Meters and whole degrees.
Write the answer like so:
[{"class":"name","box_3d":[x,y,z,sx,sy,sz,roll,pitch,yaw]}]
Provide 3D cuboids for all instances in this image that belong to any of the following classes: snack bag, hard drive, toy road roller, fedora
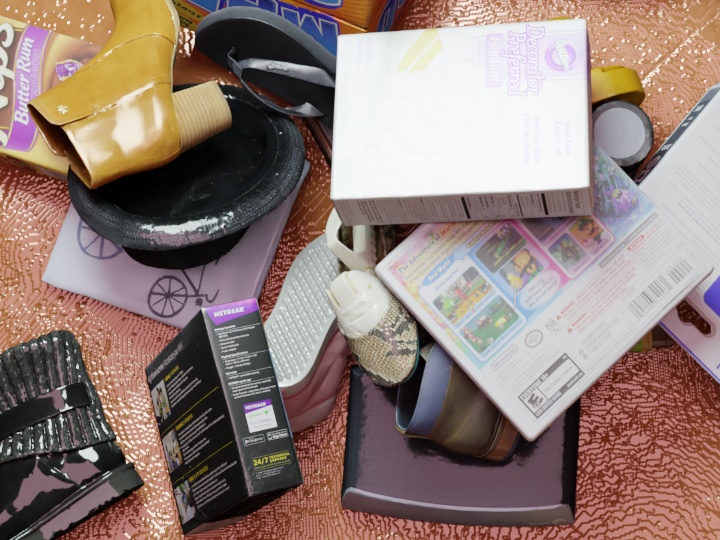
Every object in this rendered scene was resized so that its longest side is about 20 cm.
[{"class":"snack bag","box_3d":[-0.159,-0.047,1.486,0.198,0.021,0.190,19,82,9]},{"class":"hard drive","box_3d":[0.084,0.144,1.417,0.198,0.042,0.136,4,80,6]},{"class":"toy road roller","box_3d":[0.143,-0.121,1.422,0.198,0.123,0.147,-19,78,-3]},{"class":"fedora","box_3d":[-0.143,-0.067,1.417,0.199,0.092,0.202,0,49,0]}]

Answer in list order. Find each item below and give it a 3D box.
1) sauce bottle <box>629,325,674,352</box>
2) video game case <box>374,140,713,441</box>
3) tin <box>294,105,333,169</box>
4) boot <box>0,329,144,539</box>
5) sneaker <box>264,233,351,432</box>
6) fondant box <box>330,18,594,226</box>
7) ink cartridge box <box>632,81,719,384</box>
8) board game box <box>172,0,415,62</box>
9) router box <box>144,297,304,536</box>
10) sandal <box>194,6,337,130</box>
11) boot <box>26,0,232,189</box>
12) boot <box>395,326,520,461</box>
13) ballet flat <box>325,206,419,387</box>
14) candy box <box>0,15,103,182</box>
[{"class":"sauce bottle","box_3d":[0.163,0.042,1.420,0.198,0.065,0.065,-5,79,8]},{"class":"video game case","box_3d":[0.143,0.000,1.322,0.200,0.024,0.182,-42,81,-6]},{"class":"tin","box_3d":[0.006,-0.147,1.484,0.111,0.042,0.201,-29,78,-5]},{"class":"boot","box_3d":[-0.302,0.161,1.426,0.210,0.079,0.159,-30,85,-12]},{"class":"sneaker","box_3d":[-0.037,0.054,1.437,0.075,0.105,0.201,22,52,15]},{"class":"fondant box","box_3d":[0.080,-0.114,1.314,0.198,0.058,0.146,-2,68,10]},{"class":"ink cartridge box","box_3d":[0.306,-0.018,1.392,0.198,0.043,0.200,44,76,-6]},{"class":"board game box","box_3d":[-0.043,-0.307,1.406,0.199,0.200,0.201,23,62,10]},{"class":"router box","box_3d":[-0.114,0.122,1.358,0.051,0.200,0.150,-10,78,-23]},{"class":"sandal","box_3d":[-0.047,-0.153,1.394,0.199,0.076,0.043,29,53,-5]},{"class":"boot","box_3d":[-0.209,-0.162,1.384,0.143,0.071,0.202,-22,60,-23]},{"class":"boot","box_3d":[0.089,0.049,1.345,0.096,0.075,0.202,8,91,-26]},{"class":"ballet flat","box_3d":[0.000,0.000,1.370,0.068,0.075,0.201,-28,47,25]},{"class":"candy box","box_3d":[-0.294,-0.153,1.489,0.199,0.056,0.118,17,82,17]}]
